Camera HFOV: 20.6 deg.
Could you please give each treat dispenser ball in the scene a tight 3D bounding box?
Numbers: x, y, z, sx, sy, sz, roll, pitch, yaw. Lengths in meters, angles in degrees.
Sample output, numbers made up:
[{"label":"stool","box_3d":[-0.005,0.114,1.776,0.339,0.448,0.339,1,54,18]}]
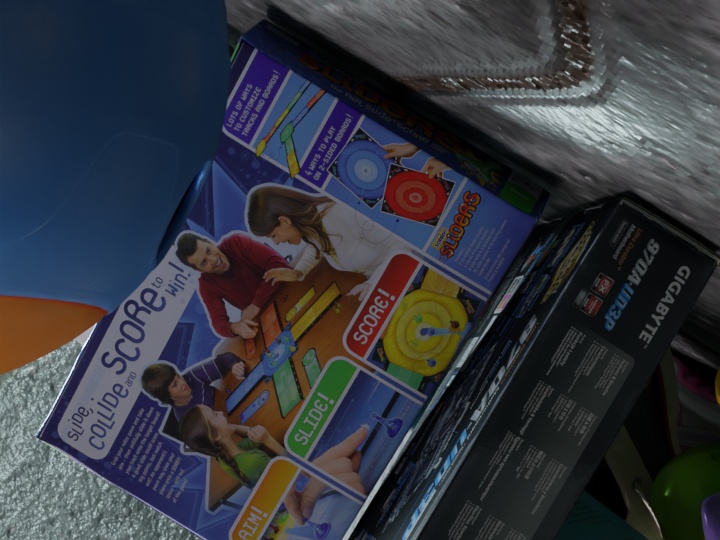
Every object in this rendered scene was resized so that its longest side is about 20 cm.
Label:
[{"label":"treat dispenser ball","box_3d":[-0.139,-0.064,0.596,0.200,0.202,0.201,31,175,3]}]

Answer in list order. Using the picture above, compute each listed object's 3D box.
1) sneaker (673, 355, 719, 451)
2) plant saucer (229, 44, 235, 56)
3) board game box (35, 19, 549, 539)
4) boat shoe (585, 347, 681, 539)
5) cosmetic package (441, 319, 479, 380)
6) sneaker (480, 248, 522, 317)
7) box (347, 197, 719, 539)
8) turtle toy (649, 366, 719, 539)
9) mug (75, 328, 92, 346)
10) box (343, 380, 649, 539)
[{"label":"sneaker","box_3d":[0.158,0.095,0.998,0.081,0.089,0.200,34,174,-34]},{"label":"plant saucer","box_3d":[-0.100,-0.039,0.920,0.199,0.029,0.201,25,135,27]},{"label":"board game box","box_3d":[-0.031,0.020,0.804,0.135,0.201,0.034,32,-157,1]},{"label":"boat shoe","box_3d":[0.120,0.104,0.915,0.071,0.062,0.201,15,130,49]},{"label":"cosmetic package","box_3d":[0.006,0.003,1.090,0.103,0.073,0.200,34,174,-36]},{"label":"sneaker","box_3d":[0.000,0.000,0.945,0.071,0.098,0.200,29,177,-37]},{"label":"box","box_3d":[0.051,0.071,0.770,0.046,0.201,0.159,32,174,-4]},{"label":"turtle toy","box_3d":[0.193,0.103,0.804,0.145,0.101,0.200,33,174,-24]},{"label":"mug","box_3d":[-0.151,-0.068,1.051,0.175,0.148,0.200,37,148,-11]},{"label":"box","box_3d":[0.059,0.123,0.887,0.049,0.083,0.200,-6,-150,-38]}]
